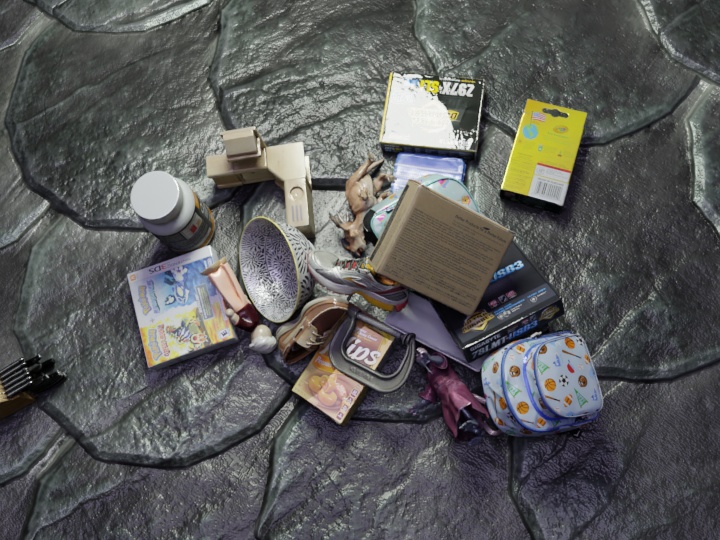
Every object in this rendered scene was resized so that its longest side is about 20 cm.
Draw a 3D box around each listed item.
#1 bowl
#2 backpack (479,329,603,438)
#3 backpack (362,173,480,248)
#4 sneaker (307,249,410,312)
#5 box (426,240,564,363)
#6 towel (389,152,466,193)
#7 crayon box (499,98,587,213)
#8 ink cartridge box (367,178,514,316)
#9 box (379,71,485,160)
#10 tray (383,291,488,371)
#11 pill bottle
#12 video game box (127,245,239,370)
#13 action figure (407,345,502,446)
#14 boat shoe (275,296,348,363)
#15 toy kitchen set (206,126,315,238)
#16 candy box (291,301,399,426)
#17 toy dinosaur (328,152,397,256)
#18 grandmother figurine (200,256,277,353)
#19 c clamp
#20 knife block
[{"bbox_3d":[-0.140,-0.009,1.477,0.093,0.201,0.202,-14,68,-38],"label":"bowl"},{"bbox_3d":[0.310,0.200,1.333,0.188,0.154,0.202,-10,71,-21],"label":"backpack"},{"bbox_3d":[0.127,-0.080,1.428,0.199,0.153,0.177,-35,102,-11],"label":"backpack"},{"bbox_3d":[0.000,0.000,1.396,0.198,0.083,0.078,18,44,2],"label":"sneaker"},{"bbox_3d":[0.237,0.048,1.412,0.198,0.050,0.199,-27,43,-1],"label":"box"},{"bbox_3d":[0.125,-0.137,1.536,0.143,0.024,0.202,9,76,10],"label":"towel"},{"bbox_3d":[0.360,-0.226,1.517,0.126,0.051,0.202,17,78,11],"label":"crayon box"},{"bbox_3d":[0.136,-0.038,1.318,0.198,0.075,0.166,25,98,-18],"label":"ink cartridge box"},{"bbox_3d":[0.148,-0.315,1.570,0.197,0.049,0.162,8,74,9],"label":"box"},{"bbox_3d":[0.149,0.116,1.445,0.198,0.022,0.108,27,43,13],"label":"tray"},{"bbox_3d":[-0.363,-0.112,1.497,0.115,0.200,0.118,-2,75,6],"label":"pill bottle"},{"bbox_3d":[-0.352,0.073,1.526,0.180,0.047,0.202,-20,73,3],"label":"video game box"},{"bbox_3d":[0.164,0.207,1.394,0.147,0.135,0.201,-7,45,-27],"label":"action figure"},{"bbox_3d":[-0.085,0.113,1.422,0.075,0.200,0.073,13,54,-32],"label":"boat shoe"},{"bbox_3d":[-0.204,-0.163,1.510,0.197,0.163,0.183,-8,74,5],"label":"toy kitchen set"},{"bbox_3d":[-0.025,0.175,1.451,0.115,0.055,0.201,30,81,16],"label":"candy box"},{"bbox_3d":[-0.003,-0.145,1.530,0.085,0.135,0.202,26,50,-27],"label":"toy dinosaur"},{"bbox_3d":[-0.227,0.073,1.477,0.060,0.121,0.201,-32,96,23],"label":"grandmother figurine"},{"bbox_3d":[0.023,0.121,1.400,0.199,0.027,0.172,30,83,31],"label":"c clamp"},{"bbox_3d":[-0.685,0.240,1.520,0.200,0.174,0.064,-45,66,41],"label":"knife block"}]
